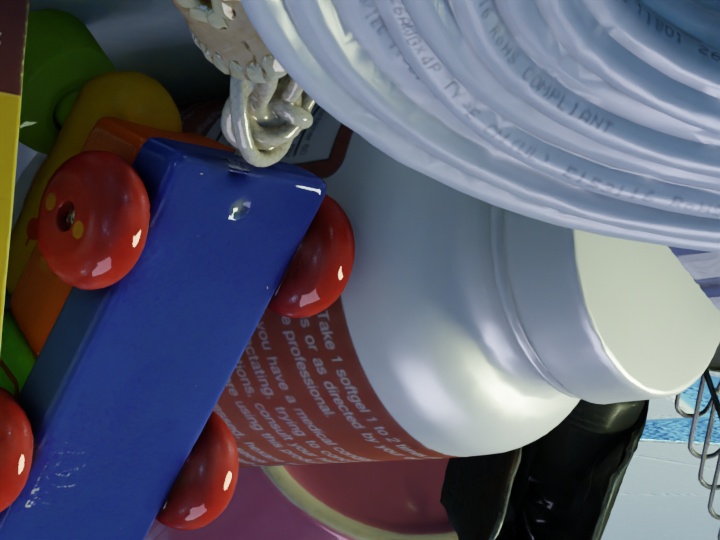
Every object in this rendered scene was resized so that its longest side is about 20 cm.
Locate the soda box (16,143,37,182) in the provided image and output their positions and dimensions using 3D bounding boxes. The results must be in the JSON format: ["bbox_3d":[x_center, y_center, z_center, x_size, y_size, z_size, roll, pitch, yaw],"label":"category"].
[{"bbox_3d":[-0.135,-0.003,0.864,0.063,0.068,0.200,2,168,8],"label":"soda box"}]

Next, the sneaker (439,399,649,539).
[{"bbox_3d":[0.057,0.048,0.825,0.060,0.104,0.200,20,-171,-5],"label":"sneaker"}]

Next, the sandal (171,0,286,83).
[{"bbox_3d":[-0.007,-0.069,0.515,0.078,0.070,0.212,-8,164,42],"label":"sandal"}]

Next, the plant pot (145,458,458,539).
[{"bbox_3d":[-0.014,0.077,0.968,0.200,0.200,0.179,7,152,-16],"label":"plant pot"}]

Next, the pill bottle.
[{"bbox_3d":[0.000,0.000,0.735,0.200,0.112,0.112,-5,165,37],"label":"pill bottle"}]

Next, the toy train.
[{"bbox_3d":[-0.060,-0.033,0.667,0.085,0.200,0.116,8,-152,-43],"label":"toy train"}]

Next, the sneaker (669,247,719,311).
[{"bbox_3d":[0.107,-0.046,0.581,0.080,0.115,0.200,-3,137,21],"label":"sneaker"}]

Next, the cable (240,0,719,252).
[{"bbox_3d":[0.075,-0.071,0.397,0.200,0.069,0.200,-11,147,28],"label":"cable"}]

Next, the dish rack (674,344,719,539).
[{"bbox_3d":[0.174,0.058,0.851,0.153,0.055,0.200,7,-148,-11],"label":"dish rack"}]

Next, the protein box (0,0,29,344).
[{"bbox_3d":[-0.187,0.013,0.642,0.135,0.199,0.200,10,166,-28],"label":"protein box"}]
